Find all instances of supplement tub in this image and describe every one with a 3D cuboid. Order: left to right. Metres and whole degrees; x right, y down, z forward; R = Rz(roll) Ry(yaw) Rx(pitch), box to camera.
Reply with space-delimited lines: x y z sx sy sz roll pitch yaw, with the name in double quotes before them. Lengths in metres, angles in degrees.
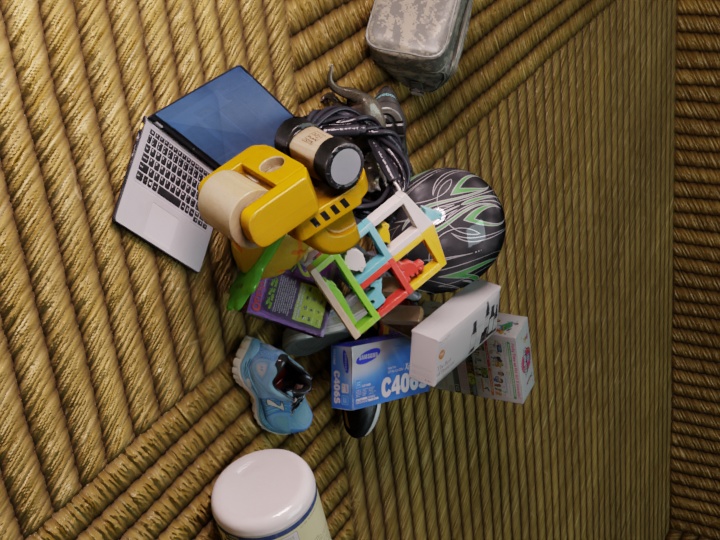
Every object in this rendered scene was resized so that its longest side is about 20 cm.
"supplement tub" -0.114 0.361 1.642 0.145 0.143 0.202 -52 141 -43

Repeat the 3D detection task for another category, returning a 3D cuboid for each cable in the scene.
"cable" -0.016 -0.152 1.658 0.199 0.051 0.165 34 64 -15

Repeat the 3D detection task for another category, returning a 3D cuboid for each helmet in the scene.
"helmet" 0.121 -0.061 1.829 0.190 0.197 0.204 25 76 -72

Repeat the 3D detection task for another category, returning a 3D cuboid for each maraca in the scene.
"maraca" -0.121 -0.039 1.553 0.202 0.106 0.137 -64 -168 -10

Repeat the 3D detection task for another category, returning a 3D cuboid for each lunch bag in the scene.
"lunch bag" 0.101 -0.391 1.861 0.168 0.137 0.203 55 48 -74

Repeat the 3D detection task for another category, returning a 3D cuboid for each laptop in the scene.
"laptop" -0.172 -0.114 1.430 0.187 0.114 0.203 38 64 -58

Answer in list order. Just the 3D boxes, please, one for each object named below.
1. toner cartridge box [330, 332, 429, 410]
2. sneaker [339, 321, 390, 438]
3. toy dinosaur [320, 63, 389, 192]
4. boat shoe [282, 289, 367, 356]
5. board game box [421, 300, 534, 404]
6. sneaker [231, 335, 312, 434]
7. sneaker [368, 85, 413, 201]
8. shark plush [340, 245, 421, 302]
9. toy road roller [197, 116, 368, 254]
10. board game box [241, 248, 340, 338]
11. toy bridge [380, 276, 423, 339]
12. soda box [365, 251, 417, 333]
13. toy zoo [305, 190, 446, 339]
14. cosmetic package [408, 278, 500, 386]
"toner cartridge box" 0.033 0.150 1.839 0.199 0.043 0.097 -7 97 -51
"sneaker" -0.013 0.158 1.873 0.089 0.069 0.204 10 88 -49
"toy dinosaur" 0.002 -0.217 1.745 0.077 0.101 0.203 -50 140 -45
"boat shoe" -0.048 0.071 1.764 0.201 0.074 0.065 -20 75 -47
"board game box" 0.198 0.143 2.112 0.064 0.197 0.149 -50 139 -44
"sneaker" -0.105 0.171 1.663 0.079 0.089 0.201 -66 149 -26
"sneaker" 0.045 -0.191 1.864 0.080 0.074 0.202 -93 -177 -47
"shark plush" 0.000 0.000 1.747 0.200 0.083 0.091 44 60 -14
"toy road roller" -0.080 -0.074 1.427 0.199 0.122 0.148 -34 127 -21
"board game box" -0.081 -0.021 1.651 0.119 0.032 0.203 21 78 -26
"toy bridge" 0.060 0.066 1.789 0.200 0.066 0.028 54 42 -55
"soda box" 0.054 0.064 1.945 0.064 0.069 0.202 -75 156 -50
"toy zoo" 0.035 -0.017 1.651 0.199 0.020 0.132 -38 121 -8
"cosmetic package" 0.145 0.091 1.827 0.199 0.050 0.084 -35 134 -48
